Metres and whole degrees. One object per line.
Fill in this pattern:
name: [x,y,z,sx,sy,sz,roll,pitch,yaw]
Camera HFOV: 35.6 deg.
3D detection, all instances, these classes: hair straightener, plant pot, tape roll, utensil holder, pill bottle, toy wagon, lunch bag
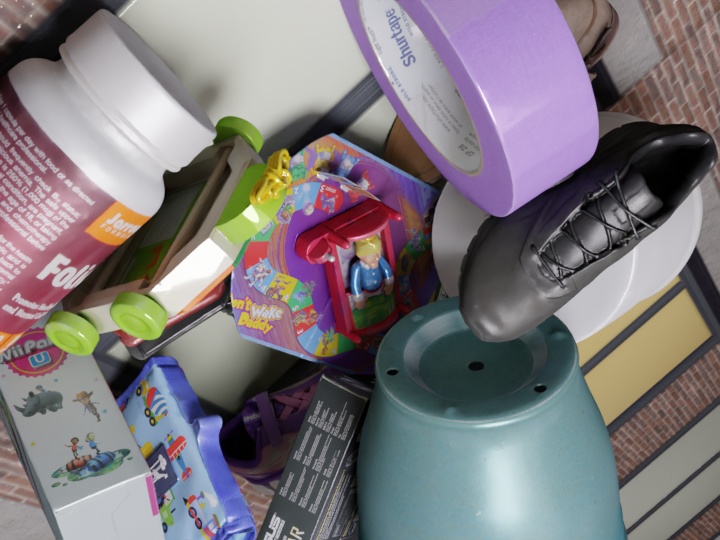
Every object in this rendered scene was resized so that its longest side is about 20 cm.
hair straightener: [-0.099,0.005,0.873,0.200,0.041,0.077,-36,161,-13]
plant pot: [0.085,0.127,0.781,0.199,0.200,0.189,-23,126,-21]
tape roll: [0.062,-0.134,0.700,0.066,0.200,0.200,-33,146,-6]
utensil holder: [0.167,-0.035,0.889,0.170,0.170,0.200,-56,164,25]
pill bottle: [-0.187,-0.047,0.648,0.200,0.114,0.114,-41,146,6]
toy wagon: [-0.107,-0.024,0.676,0.199,0.156,0.040,-13,132,42]
lunch bag: [-0.143,0.171,0.883,0.094,0.151,0.200,-9,148,-36]

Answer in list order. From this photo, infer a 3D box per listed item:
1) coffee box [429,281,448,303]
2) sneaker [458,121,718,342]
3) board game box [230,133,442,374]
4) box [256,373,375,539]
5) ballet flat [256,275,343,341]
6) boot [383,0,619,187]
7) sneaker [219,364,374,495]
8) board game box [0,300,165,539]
coffee box: [0.090,0.028,1.010,0.200,0.044,0.123,25,80,-53]
sneaker: [0.143,-0.031,0.710,0.200,0.076,0.091,-44,-171,-11]
board game box: [0.000,0.000,0.815,0.200,0.039,0.159,23,94,-43]
box: [-0.014,0.182,0.891,0.160,0.043,0.201,10,102,-64]
ballet flat: [-0.032,0.034,0.890,0.067,0.067,0.200,-62,164,-8]
boot: [0.118,-0.137,0.878,0.146,0.070,0.200,-11,150,-51]
sneaker: [-0.056,0.131,0.996,0.200,0.081,0.088,-37,138,26]
board game box: [-0.197,0.106,0.743,0.064,0.200,0.148,-23,144,-22]
